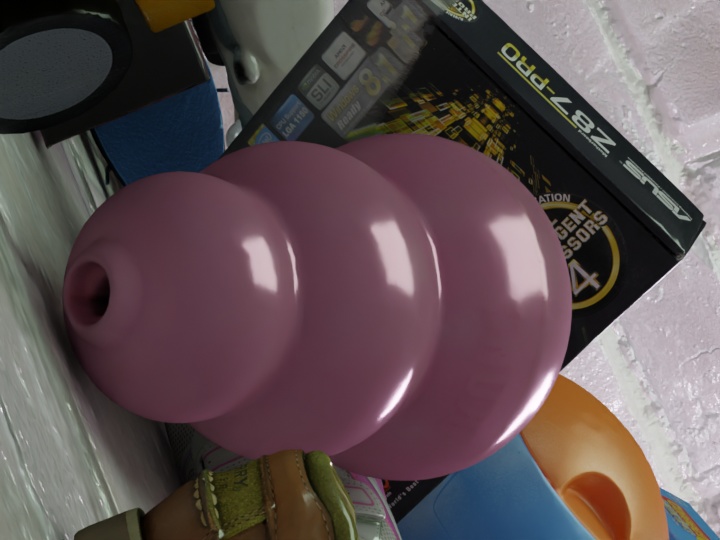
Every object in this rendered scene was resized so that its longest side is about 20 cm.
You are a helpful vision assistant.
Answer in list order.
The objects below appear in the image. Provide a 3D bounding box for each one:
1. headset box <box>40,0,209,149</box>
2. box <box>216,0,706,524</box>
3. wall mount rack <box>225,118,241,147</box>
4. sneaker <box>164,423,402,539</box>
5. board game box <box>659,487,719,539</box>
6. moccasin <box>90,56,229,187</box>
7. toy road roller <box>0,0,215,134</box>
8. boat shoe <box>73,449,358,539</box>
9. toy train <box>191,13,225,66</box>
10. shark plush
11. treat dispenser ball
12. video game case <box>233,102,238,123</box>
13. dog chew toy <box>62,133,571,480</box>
[{"bbox_3d":[-0.127,-0.142,0.777,0.200,0.077,0.149,-117,-175,-77],"label":"headset box"},{"bbox_3d":[0.015,-0.007,0.739,0.161,0.200,0.049,45,32,2],"label":"box"},{"bbox_3d":[0.000,0.000,0.951,0.174,0.074,0.200,48,-17,17],"label":"wall mount rack"},{"bbox_3d":[-0.022,0.095,0.690,0.201,0.081,0.088,62,0,16],"label":"sneaker"},{"bbox_3d":[0.136,0.230,0.983,0.056,0.196,0.200,29,8,-13],"label":"board game box"},{"bbox_3d":[-0.122,-0.116,0.972,0.068,0.080,0.201,116,-46,-75],"label":"moccasin"},{"bbox_3d":[-0.082,-0.146,0.503,0.200,0.145,0.123,71,-5,-64],"label":"toy road roller"},{"bbox_3d":[0.000,0.141,0.425,0.072,0.068,0.201,-139,-153,-82],"label":"boat shoe"},{"bbox_3d":[-0.087,-0.174,0.850,0.200,0.034,0.046,72,7,-46],"label":"toy train"},{"bbox_3d":[-0.039,-0.114,0.821,0.083,0.091,0.201,29,-40,58],"label":"shark plush"},{"bbox_3d":[0.054,0.141,0.905,0.201,0.200,0.202,157,-90,-88],"label":"treat dispenser ball"},{"bbox_3d":[-0.018,-0.003,1.067,0.143,0.018,0.201,28,-47,32],"label":"video game case"},{"bbox_3d":[-0.017,0.011,0.612,0.200,0.124,0.125,4,56,-50],"label":"dog chew toy"}]
